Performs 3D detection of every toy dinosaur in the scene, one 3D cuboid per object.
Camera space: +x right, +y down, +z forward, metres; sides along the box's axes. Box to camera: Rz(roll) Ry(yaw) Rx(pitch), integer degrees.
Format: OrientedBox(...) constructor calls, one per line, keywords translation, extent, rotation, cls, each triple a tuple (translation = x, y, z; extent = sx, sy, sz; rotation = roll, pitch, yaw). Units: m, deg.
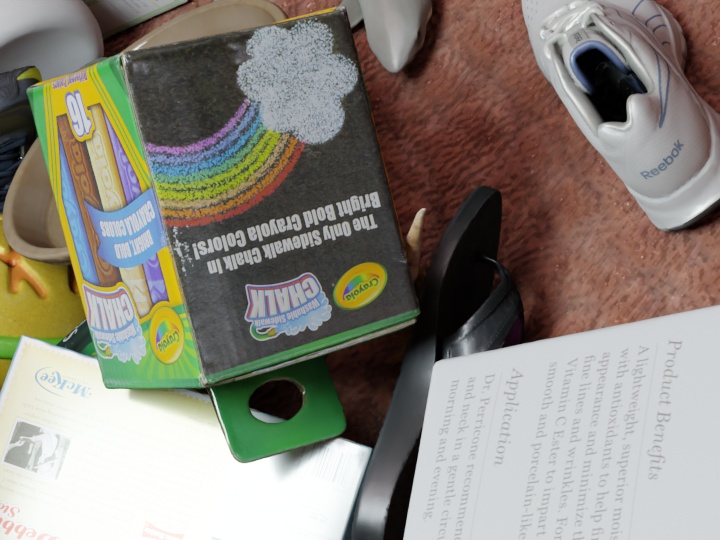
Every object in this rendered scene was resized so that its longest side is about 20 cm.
OrientedBox(translation=(0.000, 0.000, 1.156), extent=(0.060, 0.106, 0.200), rotation=(-57, 33, -7), cls="toy dinosaur")

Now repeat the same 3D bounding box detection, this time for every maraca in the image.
OrientedBox(translation=(-0.224, 0.023, 1.291), extent=(0.137, 0.200, 0.107), rotation=(23, 109, 42), cls="maraca")

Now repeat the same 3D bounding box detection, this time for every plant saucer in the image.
OrientedBox(translation=(-0.114, -0.074, 1.260), extent=(0.200, 0.029, 0.200), rotation=(-28, 32, 19), cls="plant saucer")

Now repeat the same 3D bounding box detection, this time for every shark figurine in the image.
OrientedBox(translation=(-0.027, -0.199, 1.360), extent=(0.214, 0.089, 0.128), rotation=(18, 71, 46), cls="shark figurine")

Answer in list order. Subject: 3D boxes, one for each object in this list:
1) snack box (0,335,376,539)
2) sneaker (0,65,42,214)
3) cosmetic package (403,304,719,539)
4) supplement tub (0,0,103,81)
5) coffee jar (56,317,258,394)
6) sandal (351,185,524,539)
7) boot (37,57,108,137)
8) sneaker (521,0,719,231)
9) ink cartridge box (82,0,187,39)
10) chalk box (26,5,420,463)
OrientedBox(translation=(-0.097, 0.116, 1.127), extent=(0.200, 0.037, 0.116), rotation=(17, 83, 19), cls="snack box")
OrientedBox(translation=(-0.219, -0.054, 1.372), extent=(0.074, 0.200, 0.081), rotation=(-19, 68, -21), cls="sneaker")
OrientedBox(translation=(0.140, 0.126, 0.892), extent=(0.200, 0.165, 0.165), rotation=(-12, 52, 36), cls="cosmetic package")
OrientedBox(translation=(-0.275, -0.172, 1.460), extent=(0.145, 0.145, 0.200), rotation=(-45, 64, 4), cls="supplement tub")
OrientedBox(translation=(-0.136, 0.074, 1.222), extent=(0.200, 0.104, 0.085), rotation=(-42, 69, 6), cls="coffee jar")
OrientedBox(translation=(0.049, 0.056, 1.115), extent=(0.048, 0.075, 0.201), rotation=(12, 73, 18), cls="sandal")
OrientedBox(translation=(-0.109, -0.086, 1.367), extent=(0.182, 0.073, 0.200), rotation=(-47, 33, -2), cls="boot")
OrientedBox(translation=(0.128, -0.108, 1.149), extent=(0.074, 0.087, 0.200), rotation=(-42, 39, 11), cls="sneaker")
OrientedBox(translation=(-0.118, -0.244, 1.503), extent=(0.200, 0.048, 0.146), rotation=(-18, 48, 32), cls="ink cartridge box")
OrientedBox(translation=(-0.062, -0.011, 1.084), extent=(0.125, 0.201, 0.124), rotation=(-15, 5, -28), cls="chalk box")
